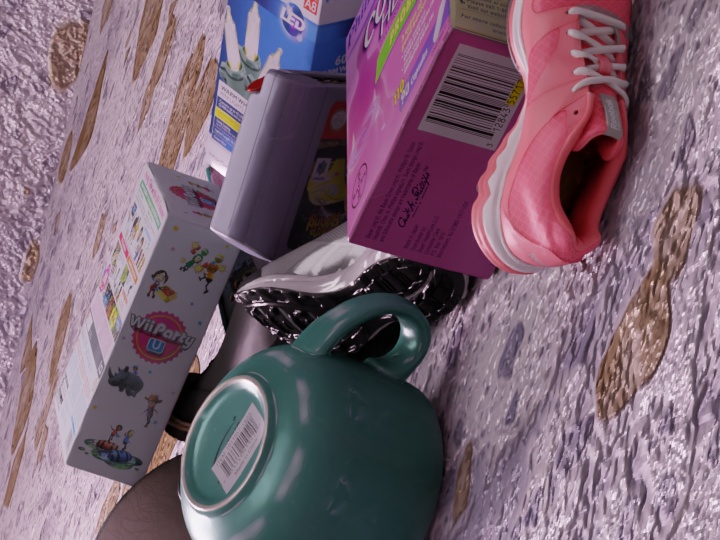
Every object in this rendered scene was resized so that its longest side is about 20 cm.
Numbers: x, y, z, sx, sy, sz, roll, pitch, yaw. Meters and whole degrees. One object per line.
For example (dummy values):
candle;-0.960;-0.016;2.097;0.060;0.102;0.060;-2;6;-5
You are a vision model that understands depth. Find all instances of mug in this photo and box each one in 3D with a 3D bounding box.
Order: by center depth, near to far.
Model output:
mug;-0.038;0.108;1.608;0.152;0.114;0.186;-25;52;45

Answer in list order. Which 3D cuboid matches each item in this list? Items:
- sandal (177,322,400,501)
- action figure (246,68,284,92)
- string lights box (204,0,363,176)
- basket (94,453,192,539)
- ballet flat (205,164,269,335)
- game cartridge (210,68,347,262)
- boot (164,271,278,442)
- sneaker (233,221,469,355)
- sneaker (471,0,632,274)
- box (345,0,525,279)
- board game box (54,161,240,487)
sandal;-0.047;0.096;1.737;0.200;0.075;0.048;-47;-34;-21
action figure;-0.041;-0.042;1.876;0.065;0.052;0.201;24;136;48
string lights box;-0.051;-0.148;1.913;0.103;0.059;0.201;38;132;36
basket;-0.092;0.214;1.776;0.180;0.136;0.200;-50;17;-9
ballet flat;-0.074;-0.025;1.962;0.071;0.069;0.200;-25;42;16
game cartridge;-0.025;-0.068;1.774;0.200;0.041;0.133;-4;-61;-60
boot;-0.084;0.057;1.859;0.200;0.077;0.139;12;106;56
sneaker;0.000;0.000;1.691;0.200;0.074;0.080;-17;41;42
sneaker;0.123;-0.094;1.416;0.087;0.074;0.201;6;85;62
box;0.064;-0.132;1.592;0.200;0.096;0.176;-89;19;-47
board game box;-0.158;0.038;1.906;0.148;0.064;0.201;-121;51;-70
